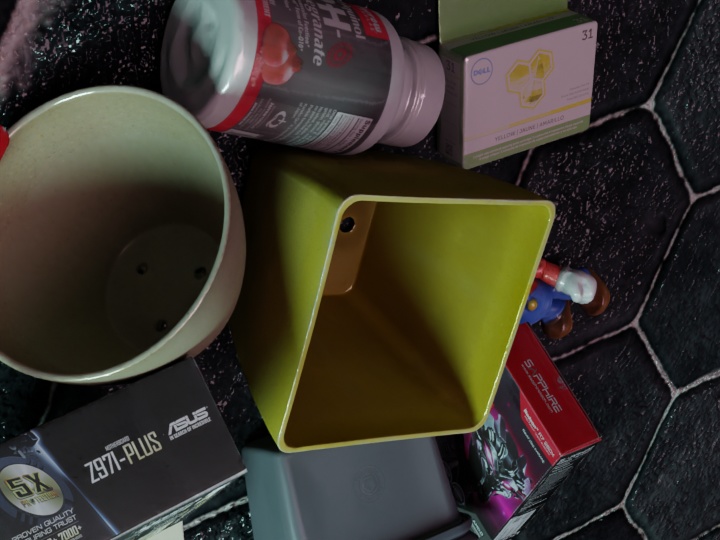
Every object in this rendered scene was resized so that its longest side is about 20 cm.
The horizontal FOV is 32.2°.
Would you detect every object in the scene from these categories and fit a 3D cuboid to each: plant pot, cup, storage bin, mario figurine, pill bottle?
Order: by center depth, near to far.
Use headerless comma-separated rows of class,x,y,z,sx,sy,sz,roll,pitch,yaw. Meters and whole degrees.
cup,-0.158,-0.006,0.867,0.201,0.200,0.143,-49,156,-4
pill bottle,-0.037,-0.145,0.915,0.198,0.111,0.112,7,110,-38
plant pot,0.000,0.000,0.972,0.198,0.176,0.202,0,117,-35
storage bin,-0.014,0.199,1.114,0.198,0.145,0.136,-14,94,-29
mario figurine,0.142,0.040,1.150,0.198,0.106,0.125,5,112,-39

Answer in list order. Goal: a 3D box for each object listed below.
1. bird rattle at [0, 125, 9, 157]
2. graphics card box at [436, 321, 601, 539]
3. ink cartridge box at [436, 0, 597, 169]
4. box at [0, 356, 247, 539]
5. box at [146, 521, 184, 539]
bird rattle,-0.325,-0.077,0.769,0.163,0.113,0.199,-40,137,16
graphics card box,0.131,0.155,1.139,0.050,0.126,0.201,-17,152,-28
ink cartridge box,0.133,-0.201,1.054,0.144,0.048,0.202,-19,126,-27
box,-0.186,0.152,0.851,0.163,0.087,0.200,-24,170,-25
box,-0.244,0.234,0.979,0.198,0.095,0.079,-17,124,-26
